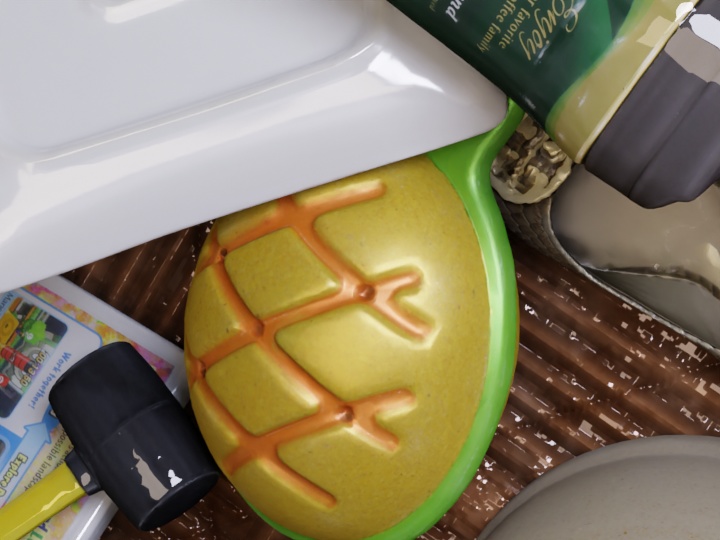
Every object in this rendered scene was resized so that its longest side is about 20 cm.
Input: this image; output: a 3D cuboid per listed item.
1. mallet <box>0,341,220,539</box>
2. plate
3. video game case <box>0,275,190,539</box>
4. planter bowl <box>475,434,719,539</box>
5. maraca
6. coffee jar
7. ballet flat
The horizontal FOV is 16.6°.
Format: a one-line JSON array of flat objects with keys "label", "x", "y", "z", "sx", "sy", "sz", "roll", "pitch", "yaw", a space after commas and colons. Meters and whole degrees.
[{"label": "mallet", "x": -0.151, "y": 0.097, "z": 0.899, "sx": 0.200, "sy": 0.041, "sz": 0.066, "roll": -28, "pitch": 74, "yaw": -3}, {"label": "plate", "x": -0.070, "y": -0.111, "z": 0.853, "sx": 0.199, "sy": 0.032, "sz": 0.201, "roll": -18, "pitch": 67, "yaw": 5}, {"label": "video game case", "x": -0.188, "y": 0.073, "z": 0.936, "sx": 0.182, "sy": 0.024, "sz": 0.200, "roll": 30, "pitch": 76, "yaw": 11}, {"label": "planter bowl", "x": 0.104, "y": 0.168, "z": 0.849, "sx": 0.199, "sy": 0.135, "sz": 0.201, "roll": 2, "pitch": 98, "yaw": 17}, {"label": "maraca", "x": 0.000, "y": 0.000, "z": 0.870, "sx": 0.137, "sy": 0.107, "sz": 0.201, "roll": 13, "pitch": 97, "yaw": 33}, {"label": "coffee jar", "x": 0.053, "y": -0.109, "z": 0.777, "sx": 0.200, "sy": 0.104, "sz": 0.085, "roll": 39, "pitch": 123, "yaw": 7}, {"label": "ballet flat", "x": 0.119, "y": -0.001, "z": 0.864, "sx": 0.200, "sy": 0.046, "sz": 0.067, "roll": 38, "pitch": 106, "yaw": 9}]
